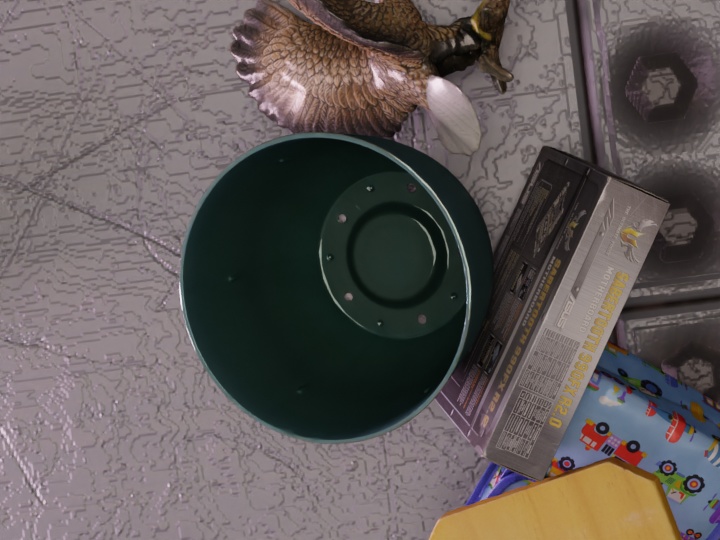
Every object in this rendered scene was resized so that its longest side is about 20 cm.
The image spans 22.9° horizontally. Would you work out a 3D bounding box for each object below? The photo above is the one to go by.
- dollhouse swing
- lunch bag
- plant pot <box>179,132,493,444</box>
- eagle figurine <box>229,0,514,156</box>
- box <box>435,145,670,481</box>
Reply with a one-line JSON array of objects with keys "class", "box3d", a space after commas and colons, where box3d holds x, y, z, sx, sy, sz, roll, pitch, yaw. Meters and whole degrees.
[{"class": "dollhouse swing", "box3d": [0.163, 0.230, 1.209, 0.199, 0.182, 0.177, -22, 76, 21]}, {"class": "lunch bag", "box3d": [0.164, 0.166, 1.250, 0.150, 0.094, 0.201, 29, 109, -4]}, {"class": "plant pot", "box3d": [0.000, 0.000, 1.205, 0.199, 0.161, 0.202, 3, 100, 19]}, {"class": "eagle figurine", "box3d": [0.002, -0.162, 1.228, 0.198, 0.151, 0.153, 0, 104, -4]}, {"class": "box", "box3d": [0.123, 0.023, 1.201, 0.048, 0.158, 0.201, 22, 96, -14]}]
